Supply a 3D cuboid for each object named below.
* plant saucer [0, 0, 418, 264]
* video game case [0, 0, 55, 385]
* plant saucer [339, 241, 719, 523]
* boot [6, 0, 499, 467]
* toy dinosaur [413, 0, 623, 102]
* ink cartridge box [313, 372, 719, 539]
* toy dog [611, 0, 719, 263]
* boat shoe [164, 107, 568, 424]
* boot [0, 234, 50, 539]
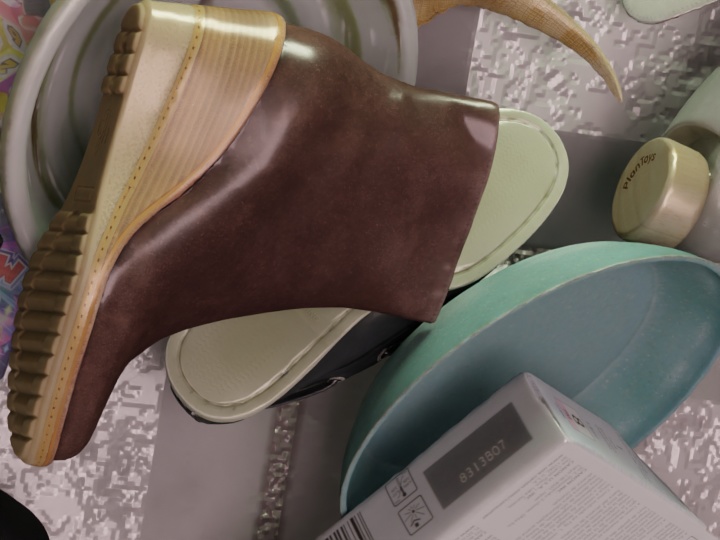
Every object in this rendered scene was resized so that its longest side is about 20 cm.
[{"bbox_3d":[-0.069,-0.074,1.188,0.200,0.050,0.200,-20,129,-27],"label":"plant saucer"},{"bbox_3d":[-0.183,-0.062,1.184,0.143,0.018,0.200,20,93,-23],"label":"video game case"},{"bbox_3d":[0.071,0.048,1.245,0.200,0.036,0.200,-25,151,-15],"label":"plant saucer"},{"bbox_3d":[-0.041,0.001,1.138,0.166,0.072,0.200,18,94,-23],"label":"boot"},{"bbox_3d":[0.032,-0.145,1.239,0.200,0.058,0.101,15,110,-15],"label":"toy dinosaur"},{"bbox_3d":[0.071,0.140,1.271,0.163,0.057,0.200,-41,145,13],"label":"ink cartridge box"},{"bbox_3d":[0.170,-0.080,1.291,0.132,0.096,0.200,44,69,-19],"label":"toy dog"},{"bbox_3d":[0.001,0.002,1.218,0.199,0.066,0.075,-40,83,-14],"label":"boat shoe"},{"bbox_3d":[-0.192,0.044,1.152,0.198,0.073,0.163,20,111,-17],"label":"boot"}]
